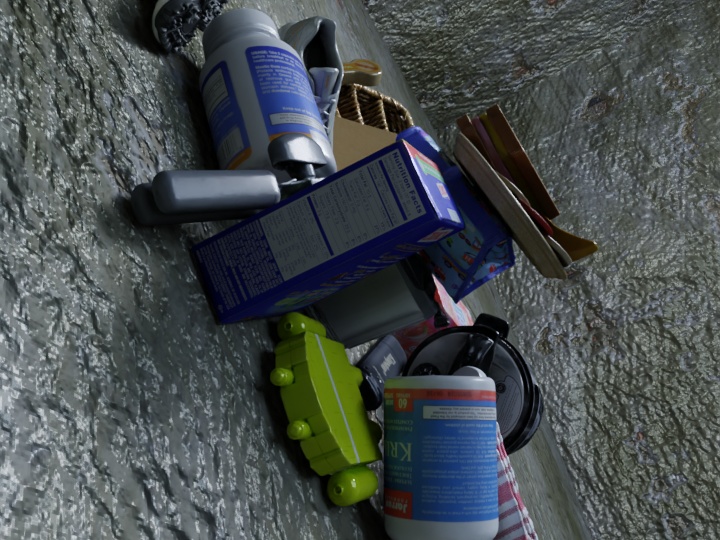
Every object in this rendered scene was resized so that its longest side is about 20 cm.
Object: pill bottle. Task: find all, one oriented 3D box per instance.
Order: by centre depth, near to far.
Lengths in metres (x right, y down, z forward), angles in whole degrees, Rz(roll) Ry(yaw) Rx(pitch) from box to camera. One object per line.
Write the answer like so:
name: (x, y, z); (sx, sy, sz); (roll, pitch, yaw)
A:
pill bottle: (0.077, 0.205, 0.740); (0.112, 0.112, 0.200); (29, 59, -68)
pill bottle: (-0.102, -0.166, 0.781); (0.112, 0.112, 0.200); (39, 30, -61)

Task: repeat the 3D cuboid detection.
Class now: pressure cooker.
pressure cooker: (0.141, 0.163, 0.997); (0.200, 0.178, 0.176); (37, 32, -70)

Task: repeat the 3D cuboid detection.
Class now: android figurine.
android figurine: (-0.030, 0.124, 0.702); (0.200, 0.041, 0.182); (29, 39, -71)

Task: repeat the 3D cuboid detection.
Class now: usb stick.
usb stick: (0.024, 0.120, 0.930); (0.056, 0.033, 0.200); (66, 14, -1)

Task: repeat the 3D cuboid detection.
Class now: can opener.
can opener: (-0.098, -0.078, 0.625); (0.200, 0.053, 0.067); (-10, 82, -52)

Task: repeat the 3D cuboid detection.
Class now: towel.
towel: (0.108, 0.239, 0.813); (0.030, 0.146, 0.200); (19, 42, -37)

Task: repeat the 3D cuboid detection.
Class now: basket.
basket: (0.000, -0.216, 1.177); (0.143, 0.149, 0.200); (53, 19, -41)

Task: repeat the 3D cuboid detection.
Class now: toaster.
toaster: (0.000, 0.000, 0.842); (0.200, 0.129, 0.114); (60, 15, -19)

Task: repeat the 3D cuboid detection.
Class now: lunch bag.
lunch bag: (0.100, -0.068, 0.827); (0.151, 0.094, 0.200); (54, -5, 15)

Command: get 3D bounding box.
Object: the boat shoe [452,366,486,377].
boat shoe: (0.115, 0.211, 0.877); (0.057, 0.069, 0.200); (16, 86, -39)

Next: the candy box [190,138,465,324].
candy box: (-0.019, -0.029, 0.670); (0.077, 0.200, 0.169); (67, 13, 6)

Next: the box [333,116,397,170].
box: (-0.023, -0.147, 0.981); (0.200, 0.021, 0.164); (13, 40, -21)

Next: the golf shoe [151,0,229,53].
golf shoe: (-0.190, -0.283, 0.772); (0.094, 0.078, 0.200); (42, 19, -18)

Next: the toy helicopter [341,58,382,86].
toy helicopter: (-0.066, -0.258, 0.990); (0.132, 0.200, 0.079); (53, -38, 40)

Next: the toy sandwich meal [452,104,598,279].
toy sandwich meal: (0.168, -0.081, 0.784); (0.205, 0.070, 0.205); (52, 9, -11)

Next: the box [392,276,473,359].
box: (0.103, 0.076, 1.160); (0.200, 0.102, 0.095); (48, 22, -53)

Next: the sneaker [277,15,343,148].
sneaker: (-0.056, -0.188, 0.858); (0.092, 0.076, 0.200); (1, -83, 60)
